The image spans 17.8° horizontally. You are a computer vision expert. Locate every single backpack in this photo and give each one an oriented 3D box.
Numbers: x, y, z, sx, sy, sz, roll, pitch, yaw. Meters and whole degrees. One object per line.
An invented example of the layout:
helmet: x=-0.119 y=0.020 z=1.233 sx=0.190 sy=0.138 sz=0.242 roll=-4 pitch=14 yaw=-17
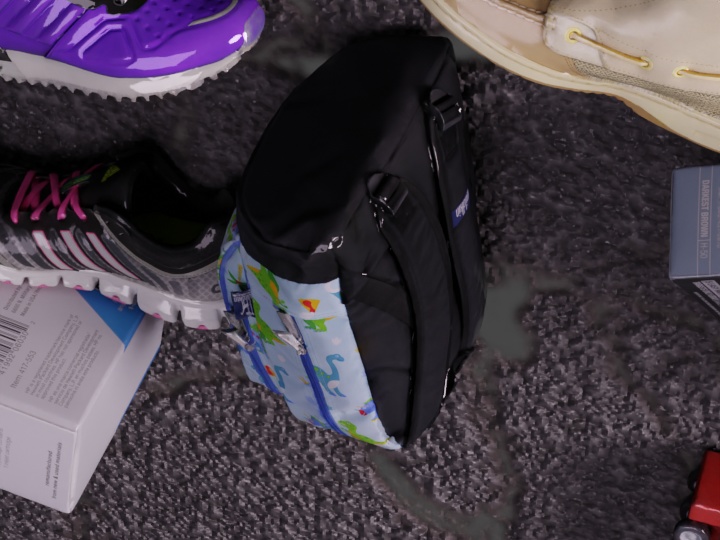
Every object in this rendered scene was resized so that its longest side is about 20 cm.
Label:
backpack: x=0.000 y=0.000 z=1.208 sx=0.154 sy=0.163 sz=0.200 roll=2 pitch=138 yaw=32

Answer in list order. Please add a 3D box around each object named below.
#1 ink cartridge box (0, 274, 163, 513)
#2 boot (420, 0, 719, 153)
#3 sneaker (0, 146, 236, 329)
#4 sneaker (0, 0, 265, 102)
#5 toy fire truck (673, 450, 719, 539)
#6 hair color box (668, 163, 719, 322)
ink cartridge box: x=-0.228 y=0.032 z=1.326 sx=0.200 sy=0.147 sz=0.086 roll=19 pitch=136 yaw=7
boot: x=0.136 y=-0.146 z=1.059 sx=0.200 sy=0.073 sz=0.156 roll=24 pitch=138 yaw=-3
sneaker: x=-0.149 y=-0.034 z=1.288 sx=0.200 sy=0.074 sz=0.088 roll=17 pitch=134 yaw=2
sneaker: x=-0.150 y=-0.150 z=1.184 sx=0.200 sy=0.070 sz=0.100 roll=5 pitch=129 yaw=18
toy fire truck: x=0.248 y=0.164 z=1.310 sx=0.141 sy=0.049 sz=0.200 roll=15 pitch=134 yaw=10
hair color box: x=0.259 y=-0.015 z=1.108 sx=0.200 sy=0.061 sz=0.099 roll=-5 pitch=161 yaw=26
